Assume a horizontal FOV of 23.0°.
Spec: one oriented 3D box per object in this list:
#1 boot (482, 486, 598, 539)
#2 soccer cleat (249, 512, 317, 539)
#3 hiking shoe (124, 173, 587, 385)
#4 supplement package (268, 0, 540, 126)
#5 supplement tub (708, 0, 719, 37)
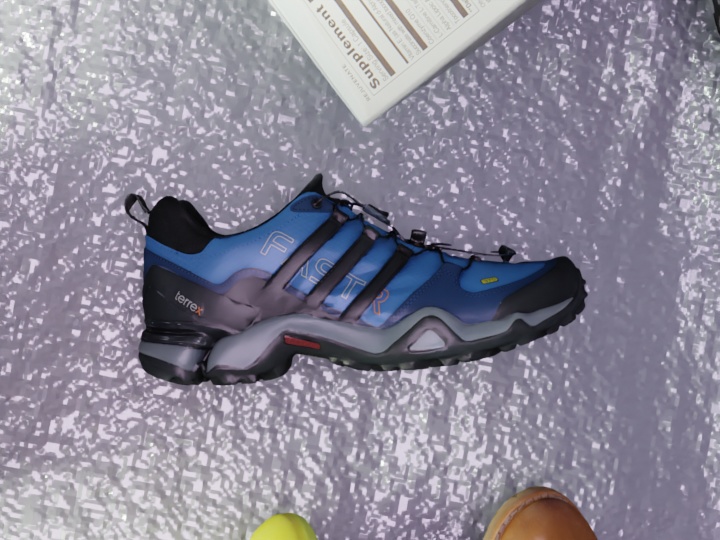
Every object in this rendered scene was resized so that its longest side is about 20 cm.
[{"bbox_3d":[0.113,0.194,0.726,0.076,0.155,0.202,-3,90,-24],"label":"boot"},{"bbox_3d":[-0.057,0.203,0.757,0.083,0.065,0.202,9,90,-22],"label":"soccer cleat"},{"bbox_3d":[0.000,0.000,0.765,0.198,0.074,0.088,-5,90,-6],"label":"hiking shoe"},{"bbox_3d":[0.053,-0.188,0.695,0.200,0.152,0.151,-36,93,30],"label":"supplement package"},{"bbox_3d":[0.206,-0.119,0.773,0.106,0.107,0.202,-19,90,-6],"label":"supplement tub"}]
